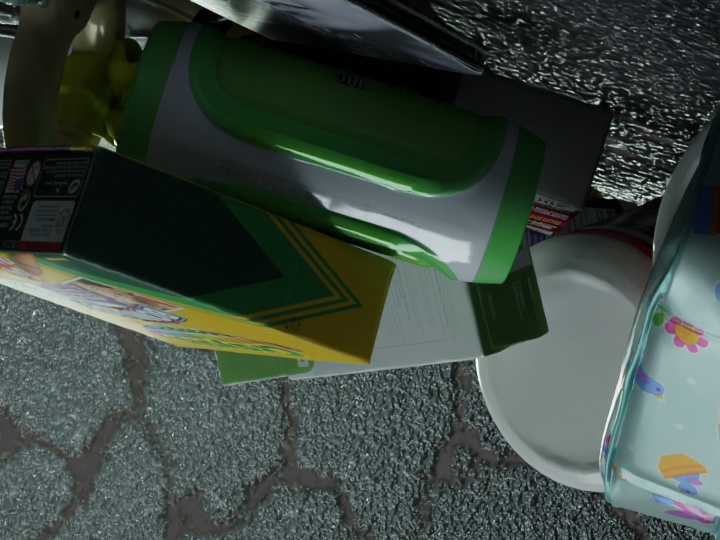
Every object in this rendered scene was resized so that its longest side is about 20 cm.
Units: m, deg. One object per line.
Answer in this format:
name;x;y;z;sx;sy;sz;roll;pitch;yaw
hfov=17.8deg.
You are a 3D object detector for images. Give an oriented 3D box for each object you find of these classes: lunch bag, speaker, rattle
lunch bag;0.167;0.005;0.974;0.077;0.161;0.201;21;141;11
speaker;-0.014;-0.058;1.120;0.199;0.089;0.088;17;176;-1
rattle;-0.120;-0.114;1.184;0.142;0.130;0.201;29;144;18

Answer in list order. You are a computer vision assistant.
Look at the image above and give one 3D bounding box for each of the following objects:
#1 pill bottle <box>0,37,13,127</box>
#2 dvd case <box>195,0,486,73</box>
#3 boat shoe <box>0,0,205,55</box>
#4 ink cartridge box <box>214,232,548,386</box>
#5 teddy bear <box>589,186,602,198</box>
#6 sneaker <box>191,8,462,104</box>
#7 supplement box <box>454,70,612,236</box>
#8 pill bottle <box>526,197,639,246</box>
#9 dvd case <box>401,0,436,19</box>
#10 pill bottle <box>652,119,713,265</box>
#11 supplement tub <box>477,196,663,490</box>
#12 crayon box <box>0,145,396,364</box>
pill bottle;-0.300;-0.158;1.560;0.199;0.114;0.113;17;176;22
dvd case;-0.056;-0.135;1.053;0.148;0.016;0.199;15;175;43
boat shoe;-0.156;-0.144;1.359;0.199;0.072;0.070;17;176;12
ink cartridge box;0.000;0.000;1.254;0.199;0.105;0.059;-9;-174;43
teddy bear;0.092;-0.055;1.628;0.144;0.067;0.200;10;172;-11
sneaker;-0.025;-0.108;1.233;0.090;0.070;0.200;18;-179;-30
supplement box;0.082;-0.070;1.364;0.108;0.061;0.200;18;177;2
pill bottle;0.131;0.006;1.512;0.198;0.112;0.111;4;179;-9
dvd case;-0.047;-0.155;1.088;0.148;0.016;0.200;17;177;10
pill bottle;0.255;0.000;1.146;0.199;0.110;0.109;20;176;-18
supplement tub;0.170;0.034;1.304;0.140;0.141;0.199;16;-159;32
crayon box;-0.109;-0.006;1.145;0.172;0.059;0.199;22;170;-31
